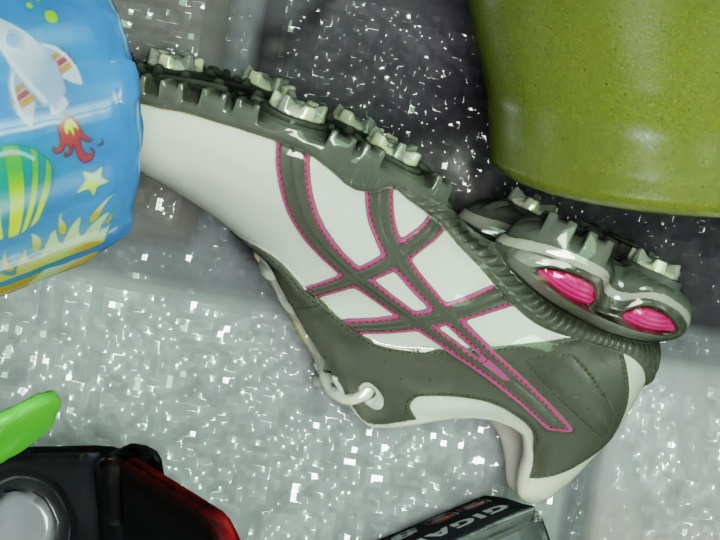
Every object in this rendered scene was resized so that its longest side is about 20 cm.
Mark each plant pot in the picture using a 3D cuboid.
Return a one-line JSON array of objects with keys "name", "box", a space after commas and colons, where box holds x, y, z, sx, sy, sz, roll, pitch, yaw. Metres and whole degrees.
[{"name": "plant pot", "box": [0.106, -0.119, 0.819, 0.200, 0.200, 0.193, -2, 103, -20]}]

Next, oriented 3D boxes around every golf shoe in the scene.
[{"name": "golf shoe", "box": [0.000, 0.000, 0.836, 0.200, 0.077, 0.088, 25, 96, -14]}]

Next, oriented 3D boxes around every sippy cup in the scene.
[{"name": "sippy cup", "box": [-0.134, -0.039, 0.760, 0.130, 0.140, 0.178, -13, 103, -27]}]

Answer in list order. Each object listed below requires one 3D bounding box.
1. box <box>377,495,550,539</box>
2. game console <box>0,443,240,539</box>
[{"name": "box", "box": [0.009, 0.189, 0.857, 0.159, 0.046, 0.200, -21, 99, -17]}, {"name": "game console", "box": [-0.093, 0.154, 0.744, 0.172, 0.119, 0.200, -2, 96, 13]}]
